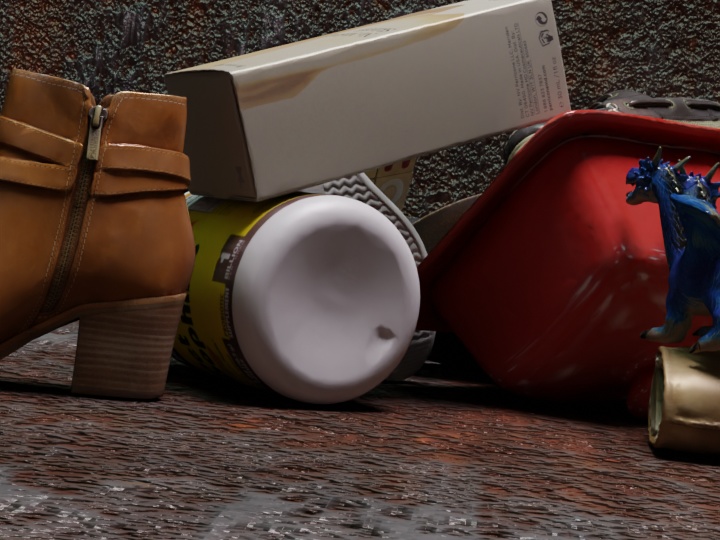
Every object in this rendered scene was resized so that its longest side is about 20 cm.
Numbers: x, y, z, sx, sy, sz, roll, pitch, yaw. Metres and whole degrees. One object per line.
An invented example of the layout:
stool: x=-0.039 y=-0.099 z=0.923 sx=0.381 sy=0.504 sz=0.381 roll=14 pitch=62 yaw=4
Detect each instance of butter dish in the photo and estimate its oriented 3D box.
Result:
butter dish: x=0.150 y=0.019 z=1.143 sx=0.199 sy=0.148 sz=0.200 roll=5 pitch=-42 yaw=-39

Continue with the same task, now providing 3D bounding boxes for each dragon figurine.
dragon figurine: x=0.184 y=-0.010 z=0.983 sx=0.058 sy=0.100 sz=0.200 roll=0 pitch=5 yaw=-15

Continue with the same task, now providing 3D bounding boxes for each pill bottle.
pill bottle: x=-0.058 y=0.008 z=1.093 sx=0.109 sy=0.110 sz=0.200 roll=5 pitch=2 yaw=-28

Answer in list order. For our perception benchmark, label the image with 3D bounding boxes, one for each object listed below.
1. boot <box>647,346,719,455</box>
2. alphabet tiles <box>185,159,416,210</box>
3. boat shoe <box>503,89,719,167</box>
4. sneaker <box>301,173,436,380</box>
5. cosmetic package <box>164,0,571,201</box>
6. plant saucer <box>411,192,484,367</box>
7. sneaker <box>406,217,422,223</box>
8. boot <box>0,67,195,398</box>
boot: x=0.250 y=0.066 z=1.024 sx=0.198 sy=0.067 sz=0.175 roll=5 pitch=2 yaw=5
alphabet tiles: x=-0.047 y=-0.040 z=1.334 sx=0.199 sy=0.168 sz=0.008 roll=-12 pitch=42 yaw=-34
boat shoe: x=0.163 y=-0.077 z=1.215 sx=0.200 sy=0.066 sz=0.072 roll=0 pitch=-38 yaw=-34
sneaker: x=-0.031 y=-0.022 z=1.222 sx=0.074 sy=0.201 sz=0.118 roll=-35 pitch=13 yaw=-27
cosmetic package: x=0.004 y=-0.097 z=1.084 sx=0.199 sy=0.072 sz=0.105 roll=-17 pitch=12 yaw=-26
plant saucer: x=0.100 y=0.012 z=1.293 sx=0.199 sy=0.032 sz=0.201 roll=-9 pitch=-30 yaw=-5
sneaker: x=0.000 y=0.000 z=1.326 sx=0.199 sy=0.075 sz=0.085 roll=-18 pitch=-24 yaw=-33
boot: x=-0.181 y=-0.023 z=0.970 sx=0.199 sy=0.156 sz=0.074 roll=5 pitch=3 yaw=-16
